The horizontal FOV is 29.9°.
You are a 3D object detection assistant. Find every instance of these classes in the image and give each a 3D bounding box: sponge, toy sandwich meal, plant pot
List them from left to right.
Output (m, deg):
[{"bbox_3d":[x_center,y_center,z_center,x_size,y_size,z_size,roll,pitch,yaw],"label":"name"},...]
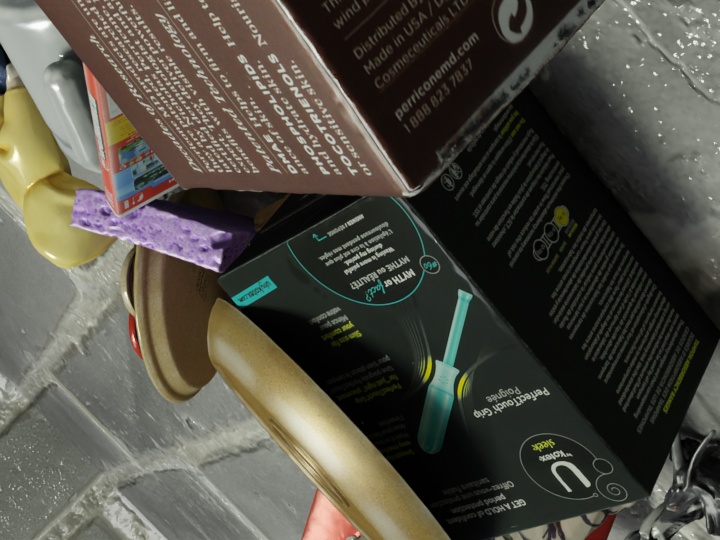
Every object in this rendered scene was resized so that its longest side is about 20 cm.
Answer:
[{"bbox_3d":[-0.155,0.008,1.064,0.070,0.206,0.206,1,144,14],"label":"toy sandwich meal"},{"bbox_3d":[-0.100,-0.024,0.919,0.111,0.030,0.200,16,-176,18],"label":"sponge"},{"bbox_3d":[-0.021,0.098,0.739,0.200,0.027,0.200,46,170,10],"label":"plant pot"}]

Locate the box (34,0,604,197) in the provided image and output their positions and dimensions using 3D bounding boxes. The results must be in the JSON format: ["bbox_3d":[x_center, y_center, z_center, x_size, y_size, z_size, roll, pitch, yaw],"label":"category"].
[{"bbox_3d":[-0.024,-0.144,0.544,0.165,0.166,0.200,53,158,-23],"label":"box"}]

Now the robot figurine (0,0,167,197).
[{"bbox_3d":[-0.156,-0.139,0.831,0.112,0.170,0.201,-6,135,18],"label":"robot figurine"}]

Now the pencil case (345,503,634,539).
[{"bbox_3d":[0.075,0.155,0.826,0.090,0.200,0.078,49,-170,-20],"label":"pencil case"}]

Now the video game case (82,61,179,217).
[{"bbox_3d":[-0.084,-0.111,0.752,0.017,0.142,0.200,54,162,16],"label":"video game case"}]

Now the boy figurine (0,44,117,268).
[{"bbox_3d":[-0.228,-0.090,0.942,0.200,0.064,0.125,55,155,28],"label":"boy figurine"}]

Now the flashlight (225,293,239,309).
[{"bbox_3d":[-0.040,0.079,1.126,0.068,0.068,0.200,12,143,56],"label":"flashlight"}]

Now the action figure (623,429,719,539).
[{"bbox_3d":[0.218,0.178,0.796,0.200,0.102,0.119,53,169,-25],"label":"action figure"}]

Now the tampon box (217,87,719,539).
[{"bbox_3d":[0.059,0.020,0.702,0.200,0.126,0.150,50,138,-13],"label":"tampon box"}]

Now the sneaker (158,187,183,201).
[{"bbox_3d":[-0.184,-0.132,0.975,0.200,0.082,0.075,43,159,9],"label":"sneaker"}]

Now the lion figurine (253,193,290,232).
[{"bbox_3d":[0.000,0.000,0.832,0.122,0.202,0.072,-9,169,26],"label":"lion figurine"}]

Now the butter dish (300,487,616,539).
[{"bbox_3d":[0.064,0.155,0.944,0.198,0.201,0.148,15,-164,-6],"label":"butter dish"}]
